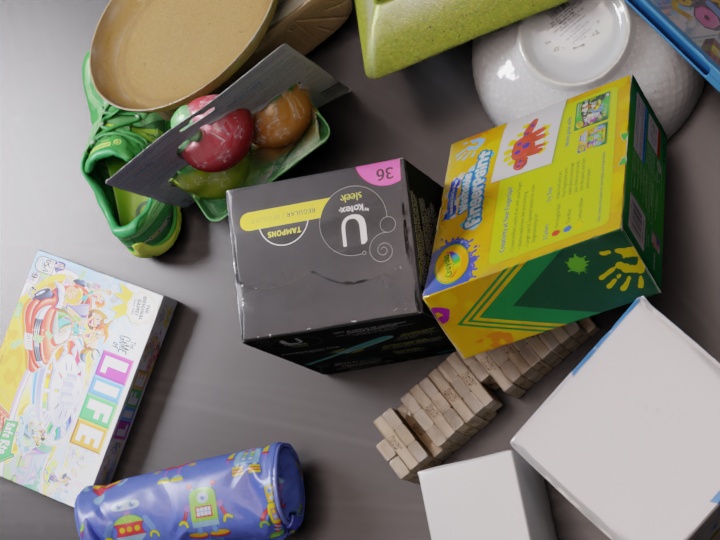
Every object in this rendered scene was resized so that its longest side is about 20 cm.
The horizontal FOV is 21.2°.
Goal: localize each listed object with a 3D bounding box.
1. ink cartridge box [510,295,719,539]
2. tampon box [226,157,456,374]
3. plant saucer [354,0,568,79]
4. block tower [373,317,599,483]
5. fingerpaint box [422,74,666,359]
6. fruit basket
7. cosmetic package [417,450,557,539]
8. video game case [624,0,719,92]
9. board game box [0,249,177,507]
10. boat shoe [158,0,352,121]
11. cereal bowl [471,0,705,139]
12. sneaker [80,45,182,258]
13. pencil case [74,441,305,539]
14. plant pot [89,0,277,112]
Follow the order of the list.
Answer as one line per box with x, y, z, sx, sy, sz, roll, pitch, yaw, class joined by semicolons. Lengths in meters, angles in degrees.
0.229;0.131;1.451;0.145;0.200;0.147;42;94;18;ink cartridge box
0.000;0.000;1.549;0.150;0.200;0.127;-10;77;16;tampon box
0.077;-0.273;1.605;0.199;0.048;0.200;-21;45;14;plant saucer
0.099;0.090;1.577;0.200;0.058;0.054;-41;72;6;block tower
0.146;-0.042;1.483;0.167;0.073;0.200;-20;33;24;fingerpaint box
-0.110;-0.120;1.607;0.185;0.200;0.094;-37;72;9;fruit basket
0.116;0.249;1.517;0.085;0.108;0.200;-16;74;15;cosmetic package
0.290;-0.213;1.541;0.143;0.018;0.200;-28;66;-36;video game case
-0.259;0.097;1.704;0.134;0.034;0.200;19;86;20;board game box
-0.100;-0.203;1.691;0.200;0.072;0.065;-34;53;15;boat shoe
0.184;-0.185;1.585;0.200;0.083;0.201;-3;80;18;cereal bowl
-0.206;-0.112;1.698;0.074;0.084;0.200;-19;74;14;sneaker
-0.143;0.205;1.623;0.200;0.078;0.087;-15;76;15;pencil case
-0.148;-0.215;1.666;0.200;0.027;0.200;-20;49;25;plant pot
